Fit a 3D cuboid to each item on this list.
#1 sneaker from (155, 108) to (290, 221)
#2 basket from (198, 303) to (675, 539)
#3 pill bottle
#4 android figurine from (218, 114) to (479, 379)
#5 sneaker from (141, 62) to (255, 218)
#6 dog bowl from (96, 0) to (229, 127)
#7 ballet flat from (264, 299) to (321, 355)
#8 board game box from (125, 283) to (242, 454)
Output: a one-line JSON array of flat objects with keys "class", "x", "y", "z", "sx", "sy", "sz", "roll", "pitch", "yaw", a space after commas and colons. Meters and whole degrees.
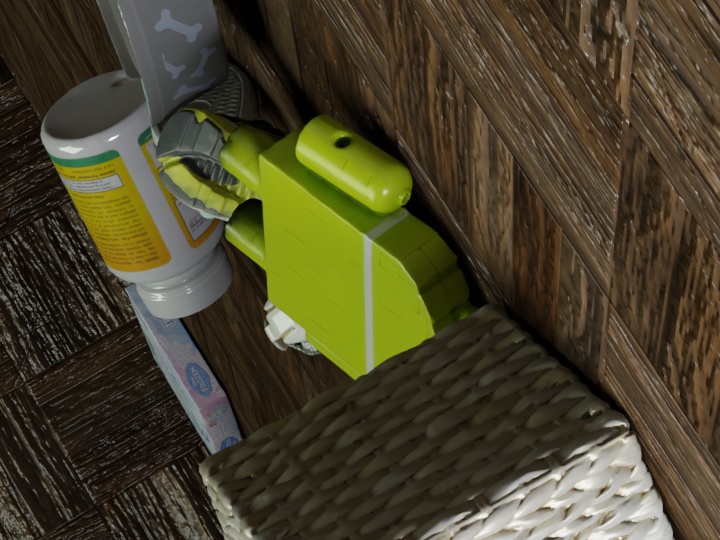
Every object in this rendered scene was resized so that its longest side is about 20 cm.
[{"class": "sneaker", "x": -0.030, "y": -0.042, "z": 1.707, "sx": 0.200, "sy": 0.084, "sz": 0.075, "roll": 39, "pitch": 119, "yaw": 25}, {"class": "basket", "x": 0.045, "y": 0.150, "z": 1.416, "sx": 0.161, "sy": 0.199, "sz": 0.198, "roll": 66, "pitch": 170, "yaw": -26}, {"class": "pill bottle", "x": -0.182, "y": -0.061, "z": 2.388, "sx": 0.200, "sy": 0.113, "sz": 0.113, "roll": 65, "pitch": 171, "yaw": -32}, {"class": "android figurine", "x": 0.000, "y": 0.000, "z": 1.573, "sx": 0.200, "sy": 0.041, "sz": 0.183, "roll": 35, "pitch": 146, "yaw": 31}, {"class": "sneaker", "x": -0.099, "y": -0.081, "z": 1.925, "sx": 0.201, "sy": 0.073, "sz": 0.119, "roll": -114, "pitch": 5, "yaw": -62}, {"class": "dog bowl", "x": -0.137, "y": -0.191, "z": 1.739, "sx": 0.200, "sy": 0.058, "sz": 0.201, "roll": 159, "pitch": 90, "yaw": -84}, {"class": "ballet flat", "x": -0.033, "y": 0.027, "z": 1.927, "sx": 0.072, "sy": 0.072, "sz": 0.200, "roll": 59, "pitch": 172, "yaw": 5}, {"class": "board game box", "x": -0.215, "y": 0.131, "z": 3.525, "sx": 0.200, "sy": 0.043, "sz": 0.199, "roll": 57, "pitch": 172, "yaw": 27}]
